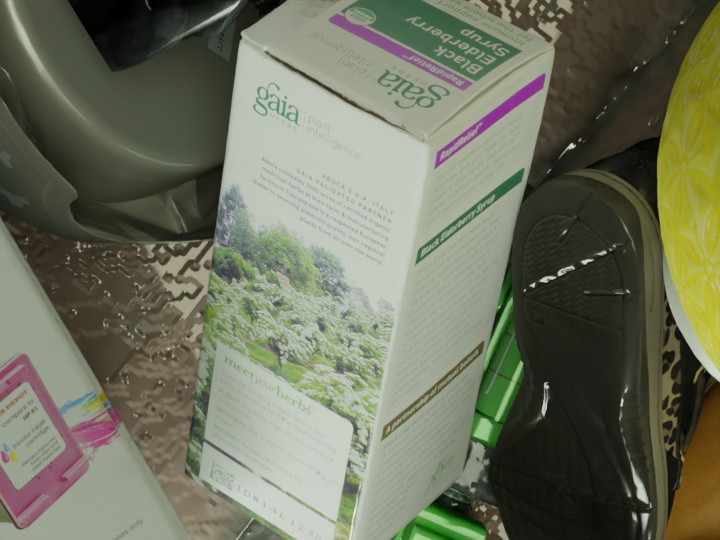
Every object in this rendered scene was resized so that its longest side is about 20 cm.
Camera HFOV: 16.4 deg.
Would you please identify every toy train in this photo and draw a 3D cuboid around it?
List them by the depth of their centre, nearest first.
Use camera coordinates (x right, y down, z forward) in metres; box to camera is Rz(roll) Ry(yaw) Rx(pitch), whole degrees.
[{"bbox_3d":[0.050,0.061,0.975,0.042,0.056,0.200,22,96,-3],"label":"toy train"}]

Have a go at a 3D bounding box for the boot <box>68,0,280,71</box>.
[{"bbox_3d":[0.005,-0.150,0.854,0.066,0.200,0.165,51,128,7],"label":"boot"}]

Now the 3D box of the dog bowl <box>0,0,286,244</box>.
[{"bbox_3d":[-0.089,-0.101,0.899,0.059,0.200,0.200,-14,98,41],"label":"dog bowl"}]

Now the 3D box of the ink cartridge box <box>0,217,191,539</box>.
[{"bbox_3d":[-0.147,0.043,0.888,0.085,0.145,0.200,-34,118,-14],"label":"ink cartridge box"}]

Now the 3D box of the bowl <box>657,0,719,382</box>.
[{"bbox_3d":[0.162,-0.009,0.814,0.200,0.108,0.200,16,61,-31],"label":"bowl"}]

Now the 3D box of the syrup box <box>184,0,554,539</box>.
[{"bbox_3d":[0.000,0.000,0.875,0.079,0.081,0.200,30,131,23],"label":"syrup box"}]

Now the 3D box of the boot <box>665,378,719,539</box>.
[{"bbox_3d":[0.191,0.054,0.932,0.201,0.144,0.071,-39,95,3],"label":"boot"}]

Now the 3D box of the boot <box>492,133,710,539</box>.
[{"bbox_3d":[0.118,0.022,0.938,0.073,0.151,0.200,21,132,32],"label":"boot"}]
